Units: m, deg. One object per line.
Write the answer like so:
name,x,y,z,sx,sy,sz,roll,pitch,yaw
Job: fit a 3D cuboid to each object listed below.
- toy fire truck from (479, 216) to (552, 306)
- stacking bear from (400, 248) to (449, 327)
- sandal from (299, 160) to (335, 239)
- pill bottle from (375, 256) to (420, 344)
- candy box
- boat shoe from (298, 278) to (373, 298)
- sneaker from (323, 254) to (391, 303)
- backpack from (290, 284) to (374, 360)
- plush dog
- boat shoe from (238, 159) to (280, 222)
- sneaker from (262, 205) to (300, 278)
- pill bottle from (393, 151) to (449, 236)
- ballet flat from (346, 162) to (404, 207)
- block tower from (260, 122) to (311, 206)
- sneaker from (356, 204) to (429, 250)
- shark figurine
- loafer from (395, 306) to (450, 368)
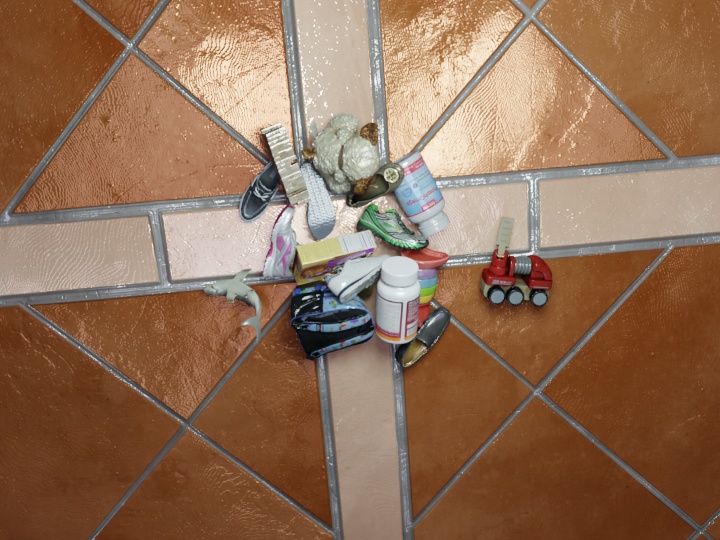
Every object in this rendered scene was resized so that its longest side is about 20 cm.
toy fire truck,0.412,-0.025,1.711,0.174,0.129,0.202,3,112,-4
stacking bear,0.149,0.048,1.708,0.121,0.113,0.202,23,120,36
sandal,-0.109,-0.182,1.681,0.075,0.043,0.202,-10,93,-8
pill bottle,0.093,0.074,1.615,0.109,0.110,0.201,0,122,-3
candy box,-0.068,-0.032,1.643,0.199,0.117,0.057,-13,66,-19
boat shoe,-0.065,0.027,1.720,0.199,0.063,0.073,4,139,1
sneaker,0.000,0.000,1.621,0.081,0.199,0.077,45,140,17
backpack,-0.068,0.121,1.673,0.198,0.135,0.183,-12,137,6
plush dog,-0.032,-0.278,1.572,0.171,0.160,0.202,13,103,31
boat shoe,-0.245,-0.206,1.649,0.072,0.068,0.200,37,98,-10
sneaker,-0.191,-0.069,1.682,0.088,0.081,0.201,13,109,-8
pill bottle,0.147,-0.192,1.652,0.108,0.109,0.201,-29,103,4
ballet flat,0.031,-0.206,1.619,0.199,0.046,0.068,-25,99,43
block tower,-0.182,-0.256,1.589,0.054,0.058,0.201,-24,110,-13
sneaker,0.086,-0.109,1.656,0.199,0.078,0.086,26,98,19
shark figurine,-0.296,0.086,1.697,0.128,0.214,0.090,-37,145,-23
loafer,0.175,0.187,1.757,0.073,0.072,0.200,36,98,-9
